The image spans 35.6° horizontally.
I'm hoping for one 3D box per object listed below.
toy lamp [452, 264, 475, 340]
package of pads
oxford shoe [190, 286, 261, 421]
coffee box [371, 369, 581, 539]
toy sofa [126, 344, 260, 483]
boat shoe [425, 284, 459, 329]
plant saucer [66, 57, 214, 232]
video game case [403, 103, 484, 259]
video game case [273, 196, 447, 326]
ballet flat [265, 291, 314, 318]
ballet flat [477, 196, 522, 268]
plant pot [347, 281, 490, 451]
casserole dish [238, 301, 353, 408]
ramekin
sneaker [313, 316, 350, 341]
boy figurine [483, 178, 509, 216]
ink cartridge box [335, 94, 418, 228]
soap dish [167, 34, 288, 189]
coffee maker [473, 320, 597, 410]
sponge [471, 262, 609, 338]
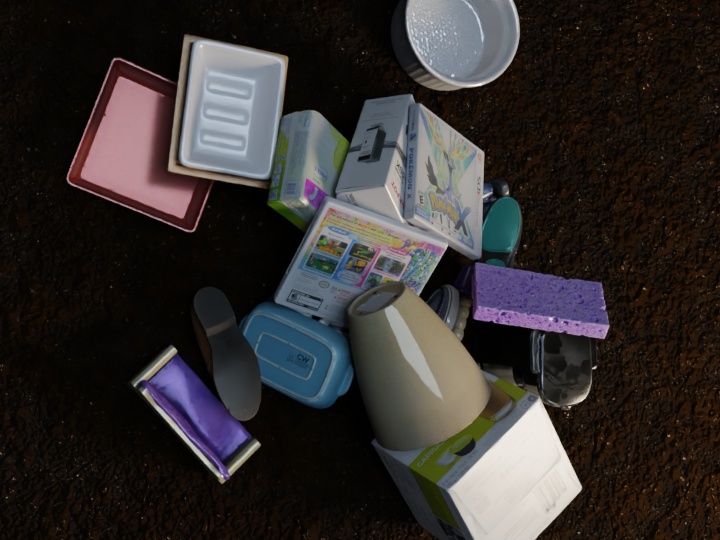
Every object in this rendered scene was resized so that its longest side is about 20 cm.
[{"bbox_3d":[0.159,0.090,1.802,0.058,0.058,0.201,19,83,-20],"label":"toy lamp"},{"bbox_3d":[-0.052,-0.129,1.658,0.200,0.068,0.155,38,52,-52],"label":"package of pads"},{"bbox_3d":[-0.198,0.126,1.637,0.071,0.071,0.201,-14,77,-26],"label":"oxford shoe"},{"bbox_3d":[0.175,0.294,1.694,0.200,0.198,0.200,-40,122,-19],"label":"coffee box"},{"bbox_3d":[-0.238,0.207,1.616,0.083,0.098,0.200,-43,102,-17],"label":"toy sofa"},{"bbox_3d":[0.078,0.099,1.757,0.093,0.075,0.201,30,77,-25],"label":"boat shoe"},{"bbox_3d":[-0.305,-0.181,1.642,0.199,0.037,0.200,22,79,-20],"label":"plant saucer"},{"bbox_3d":[0.131,-0.132,1.698,0.200,0.022,0.183,27,61,-50],"label":"video game case"},{"bbox_3d":[0.000,0.000,1.629,0.199,0.024,0.182,19,117,-21],"label":"video game case"},{"bbox_3d":[-0.080,0.039,1.702,0.200,0.068,0.068,-40,103,-18],"label":"ballet flat"},{"bbox_3d":[0.215,-0.017,1.779,0.073,0.073,0.201,17,71,-20],"label":"ballet flat"},{"bbox_3d":[0.065,0.124,1.614,0.187,0.187,0.200,-34,112,-19],"label":"plant pot"},{"bbox_3d":[-0.104,0.124,1.643,0.199,0.039,0.122,24,98,19],"label":"casserole dish"},{"bbox_3d":[0.145,-0.385,1.797,0.200,0.098,0.201,1,86,-21],"label":"ramekin"},{"bbox_3d":[-0.029,0.112,1.717,0.200,0.070,0.109,-41,97,-11],"label":"sneaker"},{"bbox_3d":[0.145,-0.097,1.802,0.199,0.064,0.125,-15,96,-25],"label":"boy figurine"},{"bbox_3d":[0.044,-0.142,1.679,0.147,0.083,0.200,62,33,-42],"label":"ink cartridge box"},{"bbox_3d":[-0.195,-0.226,1.625,0.157,0.081,0.201,8,85,-21],"label":"soap dish"},{"bbox_3d":[0.265,0.115,1.764,0.134,0.200,0.193,-27,97,-21],"label":"coffee maker"},{"bbox_3d":[0.267,0.045,1.680,0.199,0.112,0.030,9,126,-1],"label":"sponge"}]
